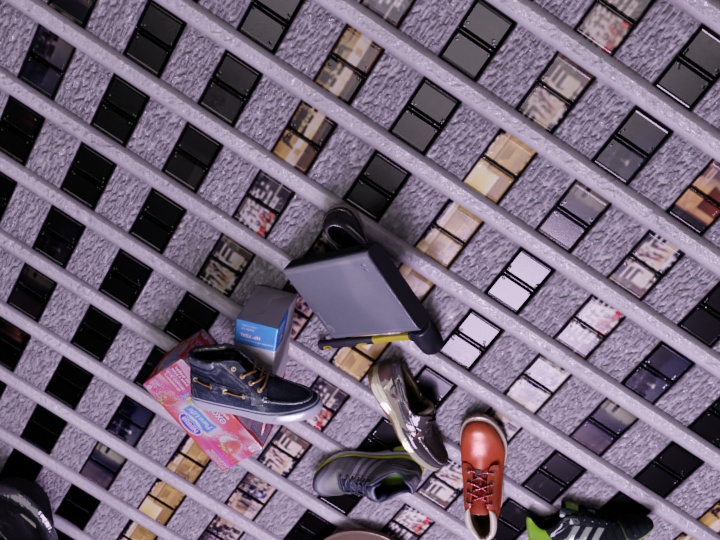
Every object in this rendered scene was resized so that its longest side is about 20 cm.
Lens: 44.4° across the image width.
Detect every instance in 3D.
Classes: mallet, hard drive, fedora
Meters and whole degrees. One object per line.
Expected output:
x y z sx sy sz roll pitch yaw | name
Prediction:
0.032 0.111 1.356 0.200 0.041 0.066 -12 142 29 | mallet
-0.010 0.032 1.271 0.200 0.033 0.140 -10 121 51 | hard drive
-0.630 0.452 1.628 0.200 0.092 0.201 5 116 10 | fedora

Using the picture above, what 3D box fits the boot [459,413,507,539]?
0.192 0.326 1.383 0.075 0.107 0.200 -2 113 15 | boot

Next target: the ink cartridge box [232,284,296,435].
-0.154 0.139 1.362 0.067 0.116 0.200 13 116 5 | ink cartridge box

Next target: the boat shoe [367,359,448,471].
0.086 0.227 1.376 0.065 0.073 0.200 -27 107 28 | boat shoe

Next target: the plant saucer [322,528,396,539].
0.010 0.531 1.563 0.200 0.029 0.200 4 116 9 | plant saucer

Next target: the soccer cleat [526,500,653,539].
0.363 0.407 1.410 0.200 0.068 0.081 -14 98 19 | soccer cleat

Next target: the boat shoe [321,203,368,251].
0.000 0.000 1.292 0.073 0.063 0.200 -21 110 18 | boat shoe

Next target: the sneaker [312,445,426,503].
0.010 0.340 1.442 0.200 0.081 0.074 -16 110 19 | sneaker

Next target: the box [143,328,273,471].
-0.239 0.209 1.423 0.095 0.100 0.200 -33 105 24 | box

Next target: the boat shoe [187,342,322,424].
-0.155 0.160 1.265 0.200 0.071 0.091 4 120 11 | boat shoe
